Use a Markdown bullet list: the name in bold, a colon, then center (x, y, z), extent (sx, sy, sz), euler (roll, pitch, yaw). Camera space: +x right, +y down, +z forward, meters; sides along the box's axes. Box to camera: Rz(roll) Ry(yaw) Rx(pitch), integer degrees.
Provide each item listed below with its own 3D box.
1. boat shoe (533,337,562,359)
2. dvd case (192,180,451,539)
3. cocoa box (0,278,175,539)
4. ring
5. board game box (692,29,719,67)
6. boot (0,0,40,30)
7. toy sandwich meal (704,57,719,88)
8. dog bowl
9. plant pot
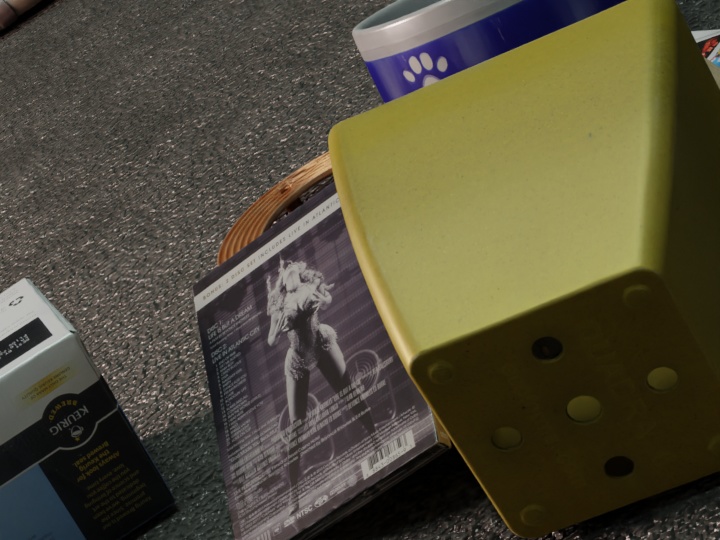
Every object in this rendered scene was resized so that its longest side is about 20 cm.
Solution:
- **boat shoe**: center (0.036, 0.036, 1.552), extent (0.199, 0.076, 0.072), euler (-13, 22, 13)
- **dvd case**: center (-0.026, 0.051, 1.496), extent (0.149, 0.016, 0.201), euler (-35, 48, 27)
- **cocoa box**: center (-0.236, 0.123, 1.604), extent (0.200, 0.132, 0.133), euler (-33, 23, -8)
- **ring**: center (-0.006, -0.042, 1.822), extent (0.200, 0.019, 0.201), euler (-24, 23, 11)
- **board game box**: center (0.165, -0.084, 1.686), extent (0.200, 0.035, 0.126), euler (-42, 25, -27)
- **boot**: center (-0.326, -0.285, 2.651), extent (0.146, 0.070, 0.200), euler (-47, 27, -22)
- **toy sandwich meal**: center (0.147, -0.075, 1.533), extent (0.204, 0.070, 0.205), euler (15, 28, -8)
- **dog bowl**: center (0.099, -0.170, 1.827), extent (0.199, 0.079, 0.200), euler (-25, 9, 4)
- **plant pot**: center (0.109, 0.015, 1.366), extent (0.199, 0.200, 0.177), euler (-21, 34, 18)
